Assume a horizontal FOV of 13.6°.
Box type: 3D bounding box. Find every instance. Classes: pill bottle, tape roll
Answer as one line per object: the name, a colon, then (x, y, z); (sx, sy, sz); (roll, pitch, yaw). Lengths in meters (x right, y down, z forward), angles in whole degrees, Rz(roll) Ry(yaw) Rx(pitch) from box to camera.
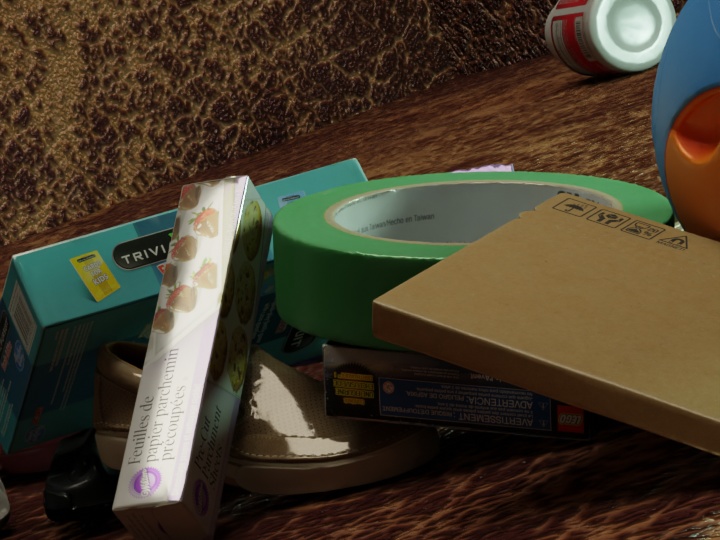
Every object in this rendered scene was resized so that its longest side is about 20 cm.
pill bottle: (0.290, -0.288, 3.580); (0.112, 0.113, 0.200); (-19, 7, -14)
tape roll: (0.056, -0.007, 1.492); (0.199, 0.048, 0.201); (-2, 14, 0)

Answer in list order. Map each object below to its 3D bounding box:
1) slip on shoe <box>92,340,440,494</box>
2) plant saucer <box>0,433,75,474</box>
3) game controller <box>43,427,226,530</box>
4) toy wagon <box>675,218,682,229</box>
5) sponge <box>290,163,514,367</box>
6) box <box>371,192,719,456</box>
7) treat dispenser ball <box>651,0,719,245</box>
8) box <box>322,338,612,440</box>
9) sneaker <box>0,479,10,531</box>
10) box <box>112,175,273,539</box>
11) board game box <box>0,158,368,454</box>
slip on shoe: (-0.052, 0.069, 1.514); (0.199, 0.061, 0.076); (4, 17, 38)
plant saucer: (-0.156, 0.079, 1.888); (0.199, 0.051, 0.201); (-17, 7, 2)
game controller: (-0.119, 0.106, 1.659); (0.104, 0.042, 0.200); (-3, 6, -2)
toy wagon: (0.171, -0.014, 1.847); (0.199, 0.040, 0.155); (-11, 10, 44)
sponge: (0.000, 0.000, 1.811); (0.199, 0.030, 0.112); (-9, 52, 5)
box: (0.129, 0.024, 1.305); (0.199, 0.021, 0.163); (19, 29, 30)
treat dispenser ball: (0.236, -0.072, 1.414); (0.200, 0.202, 0.201); (-17, 6, 2)
box: (0.082, 0.035, 1.502); (0.136, 0.040, 0.200); (5, 15, 23)
sneaker: (-0.252, 0.090, 1.721); (0.066, 0.091, 0.200); (-19, 17, -18)
box: (-0.080, 0.043, 1.483); (0.038, 0.042, 0.201); (-8, 49, 23)
board game box: (-0.098, 0.020, 1.622); (0.199, 0.047, 0.151); (-17, -23, -23)
